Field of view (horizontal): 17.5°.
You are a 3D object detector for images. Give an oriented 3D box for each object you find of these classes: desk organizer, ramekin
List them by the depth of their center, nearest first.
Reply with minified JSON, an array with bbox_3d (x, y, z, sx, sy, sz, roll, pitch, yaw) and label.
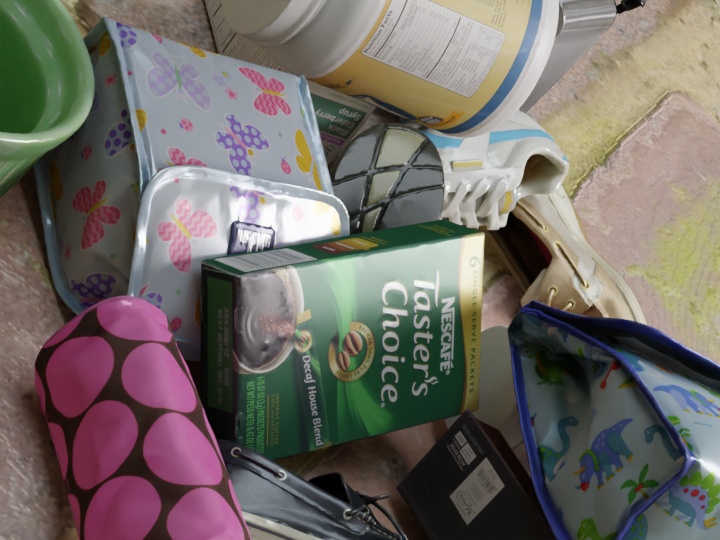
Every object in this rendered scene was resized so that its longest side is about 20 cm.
[{"bbox_3d":[-0.266,-0.120,1.376,0.199,0.098,0.201,30,33,-22],"label":"ramekin"},{"bbox_3d":[0.110,0.184,1.430,0.077,0.072,0.200,27,21,-43],"label":"desk organizer"}]

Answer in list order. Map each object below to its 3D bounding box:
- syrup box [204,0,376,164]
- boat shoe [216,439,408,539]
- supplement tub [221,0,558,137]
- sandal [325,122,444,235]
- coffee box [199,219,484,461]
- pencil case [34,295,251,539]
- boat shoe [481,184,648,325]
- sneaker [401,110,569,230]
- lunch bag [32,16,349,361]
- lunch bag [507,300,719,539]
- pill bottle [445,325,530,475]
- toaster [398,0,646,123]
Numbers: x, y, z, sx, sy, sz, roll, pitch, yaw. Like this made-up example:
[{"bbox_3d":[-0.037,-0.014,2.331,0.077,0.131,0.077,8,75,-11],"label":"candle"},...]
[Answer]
[{"bbox_3d":[-0.055,-0.179,1.714,0.078,0.082,0.201,17,39,-33],"label":"syrup box"},{"bbox_3d":[-0.015,0.151,1.359,0.199,0.075,0.063,23,65,-24],"label":"boat shoe"},{"bbox_3d":[0.020,-0.186,1.594,0.199,0.145,0.145,19,38,-31],"label":"supplement tub"},{"bbox_3d":[-0.001,0.001,1.515,0.079,0.057,0.202,15,83,-17],"label":"sandal"},{"bbox_3d":[-0.009,0.042,1.427,0.199,0.124,0.044,-9,16,-40],"label":"coffee box"},{"bbox_3d":[-0.122,0.113,1.274,0.091,0.093,0.201,41,21,-46],"label":"pencil case"},{"bbox_3d":[0.147,0.013,1.744,0.069,0.074,0.201,-17,63,-30],"label":"boat shoe"},{"bbox_3d":[0.067,-0.066,1.681,0.199,0.077,0.081,-27,56,-37],"label":"sneaker"},{"bbox_3d":[-0.101,-0.037,1.447,0.169,0.127,0.201,14,53,-39],"label":"lunch bag"},{"bbox_3d":[0.189,0.110,1.441,0.170,0.128,0.200,27,21,-34],"label":"lunch bag"},{"bbox_3d":[0.159,0.110,1.586,0.199,0.112,0.113,23,36,-30],"label":"pill bottle"},{"bbox_3d":[0.084,-0.207,1.803,0.181,0.200,0.119,50,27,10],"label":"toaster"}]
